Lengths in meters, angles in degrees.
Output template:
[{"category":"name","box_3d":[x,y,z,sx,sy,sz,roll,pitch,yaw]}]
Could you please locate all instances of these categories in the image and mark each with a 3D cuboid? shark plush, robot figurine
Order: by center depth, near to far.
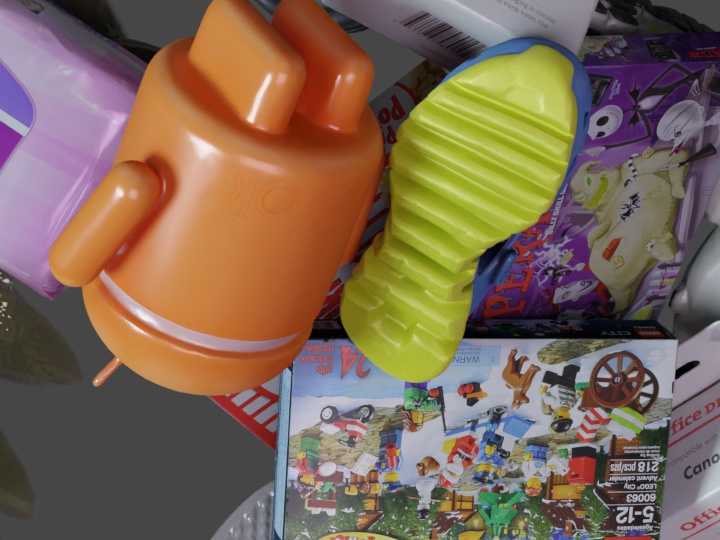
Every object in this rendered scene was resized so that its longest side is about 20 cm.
[{"category":"robot figurine","box_3d":[-0.062,-0.027,1.127,0.116,0.144,0.201,25,120,5]},{"category":"shark plush","box_3d":[0.213,0.014,1.317,0.090,0.083,0.201,27,119,19]}]

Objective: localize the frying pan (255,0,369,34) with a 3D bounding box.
[{"category":"frying pan","box_3d":[0.002,-0.139,1.207,0.115,0.031,0.190,-37,94,32]}]

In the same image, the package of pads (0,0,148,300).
[{"category":"package of pads","box_3d":[-0.194,-0.087,1.188,0.199,0.076,0.121,33,103,-3]}]

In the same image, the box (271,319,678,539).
[{"category":"box","box_3d":[0.056,0.095,1.249,0.199,0.038,0.138,0,104,-12]}]

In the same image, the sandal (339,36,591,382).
[{"category":"sandal","box_3d":[0.053,-0.039,1.150,0.079,0.087,0.200,38,136,5]}]

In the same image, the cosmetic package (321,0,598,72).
[{"category":"cosmetic package","box_3d":[0.075,-0.196,1.147,0.107,0.085,0.201,28,75,-16]}]

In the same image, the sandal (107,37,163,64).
[{"category":"sandal","box_3d":[-0.086,-0.051,1.257,0.199,0.055,0.082,32,108,-21]}]

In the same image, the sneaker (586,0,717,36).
[{"category":"sneaker","box_3d":[0.111,-0.104,1.252,0.199,0.077,0.085,27,113,-18]}]

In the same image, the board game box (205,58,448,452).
[{"category":"board game box","box_3d":[0.000,0.000,1.269,0.200,0.046,0.151,-37,138,10]}]

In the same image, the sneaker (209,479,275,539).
[{"category":"sneaker","box_3d":[0.005,0.128,1.319,0.199,0.079,0.079,-34,77,-3]}]

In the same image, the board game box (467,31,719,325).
[{"category":"board game box","box_3d":[0.120,-0.033,1.244,0.119,0.032,0.201,-2,133,-22]}]

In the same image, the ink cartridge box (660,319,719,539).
[{"category":"ink cartridge box","box_3d":[0.223,0.109,1.321,0.199,0.068,0.116,26,132,-34]}]
